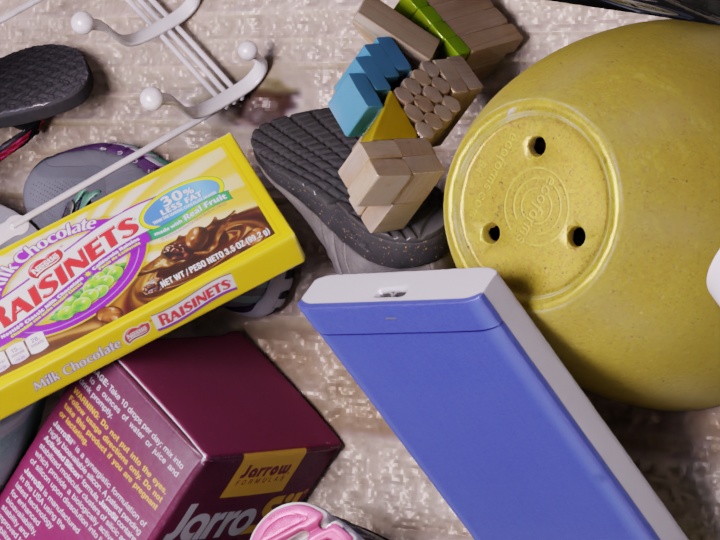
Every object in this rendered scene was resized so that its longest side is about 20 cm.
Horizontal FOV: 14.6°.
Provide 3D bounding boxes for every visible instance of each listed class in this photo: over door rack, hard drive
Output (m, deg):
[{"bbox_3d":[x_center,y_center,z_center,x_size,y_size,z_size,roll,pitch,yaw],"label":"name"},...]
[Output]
[{"bbox_3d":[-0.173,-0.109,1.591,0.200,0.067,0.148,-37,62,-12],"label":"over door rack"},{"bbox_3d":[0.069,0.080,1.396,0.131,0.025,0.200,-3,132,48],"label":"hard drive"}]

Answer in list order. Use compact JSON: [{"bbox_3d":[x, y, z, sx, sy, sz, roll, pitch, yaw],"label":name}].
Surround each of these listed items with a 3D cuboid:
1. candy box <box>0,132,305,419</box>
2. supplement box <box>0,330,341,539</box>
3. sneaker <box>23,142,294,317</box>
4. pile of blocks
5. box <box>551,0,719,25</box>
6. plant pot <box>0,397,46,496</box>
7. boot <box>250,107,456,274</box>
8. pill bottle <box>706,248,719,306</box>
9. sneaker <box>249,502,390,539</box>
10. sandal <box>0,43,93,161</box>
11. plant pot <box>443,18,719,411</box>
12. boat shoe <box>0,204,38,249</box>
[{"bbox_3d":[-0.138,0.004,1.514,0.199,0.027,0.102,-28,42,-6],"label":"candy box"},{"bbox_3d":[-0.125,0.142,1.569,0.103,0.131,0.201,45,115,27],"label":"supplement box"},{"bbox_3d":[-0.133,-0.029,1.603,0.199,0.087,0.075,18,100,35],"label":"sneaker"},{"bbox_3d":[0.015,-0.086,1.443,0.082,0.200,0.062,35,127,-3],"label":"pile of blocks"},{"bbox_3d":[0.118,-0.238,1.412,0.163,0.086,0.202,12,90,36],"label":"box"},{"bbox_3d":[-0.273,0.089,1.578,0.200,0.200,0.135,31,129,32],"label":"plant pot"},{"bbox_3d":[0.000,0.000,1.510,0.200,0.069,0.132,-128,25,-58],"label":"boot"},{"bbox_3d":[0.252,0.051,1.261,0.114,0.114,0.200,-49,63,25],"label":"pill bottle"},{"bbox_3d":[0.028,0.195,1.497,0.200,0.087,0.074,39,94,7],"label":"sneaker"},{"bbox_3d":[-0.236,-0.088,1.697,0.199,0.075,0.045,-14,120,30],"label":"sandal"},{"bbox_3d":[0.120,-0.029,1.384,0.199,0.142,0.202,0,89,36],"label":"plant pot"},{"bbox_3d":[-0.262,-0.015,1.685,0.199,0.070,0.071,28,68,-4],"label":"boat shoe"}]
